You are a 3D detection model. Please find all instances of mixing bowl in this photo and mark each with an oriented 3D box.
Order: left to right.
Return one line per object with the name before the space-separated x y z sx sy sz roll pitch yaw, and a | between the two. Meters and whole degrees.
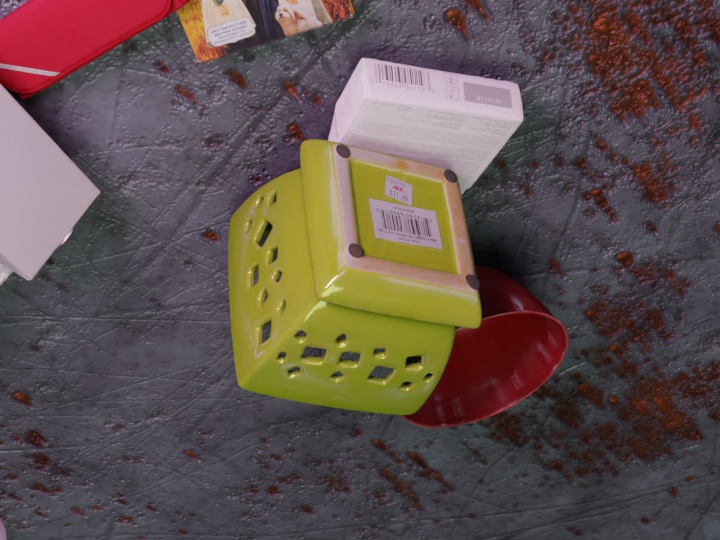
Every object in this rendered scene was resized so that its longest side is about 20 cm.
mixing bowl | 0.113 0.067 1.442 0.197 0.109 0.201 -14 144 -11

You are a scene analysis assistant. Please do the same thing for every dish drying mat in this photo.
dish drying mat | -0.238 -0.204 1.114 0.198 0.018 0.077 -22 133 30

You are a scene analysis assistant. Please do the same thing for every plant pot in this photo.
plant pot | 0.000 0.000 1.267 0.198 0.201 0.182 11 143 -26

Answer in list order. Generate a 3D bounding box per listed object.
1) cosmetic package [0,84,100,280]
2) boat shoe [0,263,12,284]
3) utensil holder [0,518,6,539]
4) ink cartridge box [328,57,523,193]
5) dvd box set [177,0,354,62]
cosmetic package | -0.331 -0.097 1.158 0.108 0.084 0.201 -52 138 -16
boat shoe | -0.415 0.035 1.329 0.068 0.072 0.200 30 114 -37
utensil holder | -0.535 0.331 1.539 0.199 0.171 0.170 28 125 -32
ink cartridge box | 0.045 -0.120 1.298 0.159 0.051 0.200 6 153 -19
dvd box set | -0.096 -0.270 1.088 0.144 0.030 0.201 -15 139 3
